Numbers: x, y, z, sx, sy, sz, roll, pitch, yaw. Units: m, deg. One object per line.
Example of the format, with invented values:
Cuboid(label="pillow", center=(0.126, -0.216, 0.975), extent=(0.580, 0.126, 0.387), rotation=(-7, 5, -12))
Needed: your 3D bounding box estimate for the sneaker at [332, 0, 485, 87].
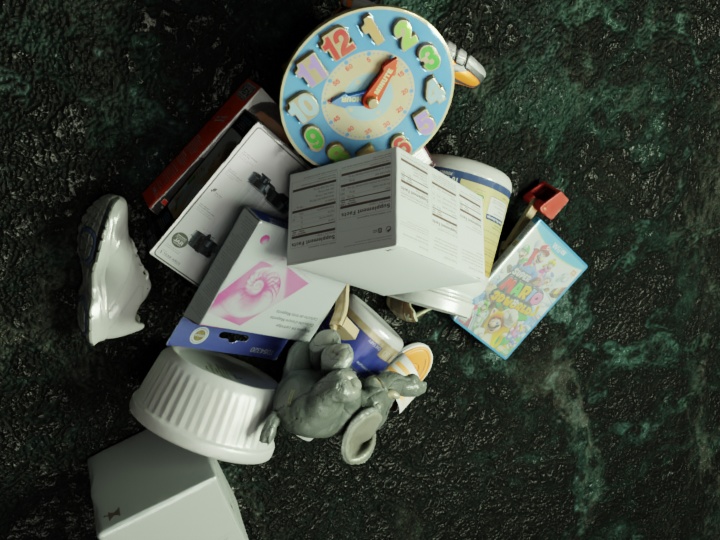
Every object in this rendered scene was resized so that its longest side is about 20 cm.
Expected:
Cuboid(label="sneaker", center=(0.044, -0.230, 0.905), extent=(0.198, 0.078, 0.113), rotation=(19, 106, -21))

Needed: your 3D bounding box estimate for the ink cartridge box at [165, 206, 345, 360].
Cuboid(label="ink cartridge box", center=(-0.113, 0.034, 0.970), extent=(0.195, 0.043, 0.201), rotation=(15, 111, -50))

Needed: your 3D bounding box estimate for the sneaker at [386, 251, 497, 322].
Cuboid(label="sneaker", center=(0.138, 0.021, 1.183), extent=(0.199, 0.076, 0.071), rotation=(-32, 122, -10))

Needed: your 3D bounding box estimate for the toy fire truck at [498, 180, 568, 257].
Cuboid(label="toy fire truck", center=(0.263, -0.024, 1.230), extent=(0.200, 0.049, 0.141), rotation=(-47, 128, 2))

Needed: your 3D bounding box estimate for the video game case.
Cuboid(label="video game case", center=(0.249, 0.031, 1.212), extent=(0.143, 0.018, 0.200), rotation=(36, 98, -33))

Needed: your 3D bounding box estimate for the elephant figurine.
Cuboid(label="elephant figurine", center=(-0.015, 0.182, 1.030), extent=(0.154, 0.143, 0.200), rotation=(-22, 135, 21))

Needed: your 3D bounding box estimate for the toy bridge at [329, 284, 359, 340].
Cuboid(label="toy bridge", center=(0.000, 0.000, 1.072), extent=(0.067, 0.027, 0.201), rotation=(48, 51, -33))

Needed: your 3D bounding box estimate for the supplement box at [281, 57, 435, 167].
Cuboid(label="supplement box", center=(-0.001, -0.198, 0.998), extent=(0.085, 0.110, 0.201), rotation=(-39, 123, -5))

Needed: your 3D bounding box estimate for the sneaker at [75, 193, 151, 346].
Cuboid(label="sneaker", center=(-0.308, -0.003, 0.979), extent=(0.086, 0.074, 0.202), rotation=(-6, 122, -35))

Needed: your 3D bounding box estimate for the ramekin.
Cuboid(label="ramekin", center=(-0.195, 0.170, 1.032), extent=(0.201, 0.202, 0.095), rotation=(23, 91, -31))

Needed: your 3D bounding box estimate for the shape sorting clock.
Cuboid(label="shape sorting clock", center=(0.009, -0.189, 0.845), extent=(0.198, 0.039, 0.202), rotation=(-8, 128, -10))

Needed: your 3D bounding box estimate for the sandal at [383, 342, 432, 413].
Cuboid(label="sandal", center=(0.040, 0.201, 1.230), extent=(0.206, 0.059, 0.079), rotation=(-38, 123, -5))

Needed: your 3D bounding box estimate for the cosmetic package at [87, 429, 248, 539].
Cuboid(label="cosmetic package", center=(-0.261, 0.346, 1.091), extent=(0.165, 0.167, 0.202), rotation=(-24, 121, -12))

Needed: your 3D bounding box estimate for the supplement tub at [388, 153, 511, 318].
Cuboid(label="supplement tub", center=(0.119, -0.046, 1.075), extent=(0.143, 0.144, 0.202), rotation=(17, 86, -30))

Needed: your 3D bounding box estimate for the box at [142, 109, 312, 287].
Cuboid(label="box", center=(-0.153, -0.077, 0.940), extent=(0.116, 0.060, 0.200), rotation=(37, 95, -33))

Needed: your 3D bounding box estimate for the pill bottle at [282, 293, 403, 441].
Cuboid(label="pill bottle", center=(-0.041, 0.142, 1.133), extent=(0.200, 0.116, 0.116), rotation=(-48, 123, 3))

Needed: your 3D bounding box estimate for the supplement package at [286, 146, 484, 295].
Cuboid(label="supplement package", center=(0.034, -0.048, 0.921), extent=(0.199, 0.154, 0.112), rotation=(19, 67, -51))

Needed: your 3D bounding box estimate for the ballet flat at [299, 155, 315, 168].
Cuboid(label="ballet flat", center=(-0.121, -0.100, 1.024), extent=(0.200, 0.057, 0.066), rotation=(-50, 161, -3))

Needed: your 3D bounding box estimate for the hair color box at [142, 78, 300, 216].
Cuboid(label="hair color box", center=(-0.168, -0.130, 0.981), extent=(0.200, 0.061, 0.101), rotation=(-48, 123, 1))
